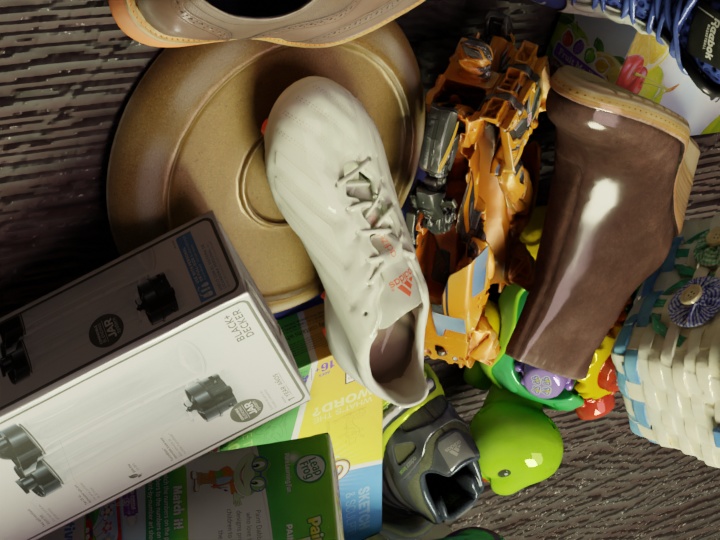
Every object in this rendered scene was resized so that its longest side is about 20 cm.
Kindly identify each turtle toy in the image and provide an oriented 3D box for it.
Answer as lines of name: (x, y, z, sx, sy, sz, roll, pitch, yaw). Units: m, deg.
turtle toy: (0.133, 0.057, 1.262, 0.201, 0.101, 0.145, -53, 144, 8)

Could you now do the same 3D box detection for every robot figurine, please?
robot figurine: (0.071, -0.048, 1.079, 0.201, 0.058, 0.145, 90, 22, -44)

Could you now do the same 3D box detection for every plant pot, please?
plant pot: (-0.042, -0.057, 1.003, 0.198, 0.027, 0.202, -18, 126, -27)

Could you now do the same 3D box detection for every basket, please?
basket: (0.267, 0.049, 1.165, 0.177, 0.198, 0.140, -62, 148, -36)

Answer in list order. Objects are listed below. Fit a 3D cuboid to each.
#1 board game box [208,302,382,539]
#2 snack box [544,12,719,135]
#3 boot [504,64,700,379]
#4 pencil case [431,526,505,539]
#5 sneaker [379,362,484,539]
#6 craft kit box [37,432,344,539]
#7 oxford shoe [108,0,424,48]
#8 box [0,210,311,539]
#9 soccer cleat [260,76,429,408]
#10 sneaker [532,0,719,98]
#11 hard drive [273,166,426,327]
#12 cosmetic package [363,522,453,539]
board game box: (-0.060, 0.117, 1.141, 0.152, 0.040, 0.201, -21, 141, -17)
snack box: (0.212, -0.182, 1.143, 0.168, 0.068, 0.201, -9, 131, -41)
boot: (0.131, -0.020, 1.084, 0.168, 0.072, 0.200, -63, 151, 2)
pencil case: (0.016, 0.216, 1.206, 0.199, 0.092, 0.086, 1, 105, -46)
sneaker: (0.040, 0.143, 1.253, 0.074, 0.081, 0.201, -34, 155, -16)
craft kit box: (-0.102, 0.192, 1.001, 0.195, 0.201, 0.049, -9, 140, 4)
oxford shoe: (-0.022, -0.143, 0.912, 0.199, 0.073, 0.072, -17, 102, -36)
box: (-0.138, 0.064, 0.975, 0.199, 0.060, 0.117, -28, 143, 1)
soccer cleat: (0.001, -0.014, 0.990, 0.069, 0.078, 0.201, -30, 131, -18)
sneaker: (0.170, -0.155, 1.005, 0.115, 0.197, 0.081, -71, 173, -61)
hard drive: (0.000, 0.000, 1.133, 0.132, 0.025, 0.200, -42, 145, -7)
cosmetic package: (-0.018, 0.245, 1.330, 0.199, 0.051, 0.083, -18, 137, -36)
